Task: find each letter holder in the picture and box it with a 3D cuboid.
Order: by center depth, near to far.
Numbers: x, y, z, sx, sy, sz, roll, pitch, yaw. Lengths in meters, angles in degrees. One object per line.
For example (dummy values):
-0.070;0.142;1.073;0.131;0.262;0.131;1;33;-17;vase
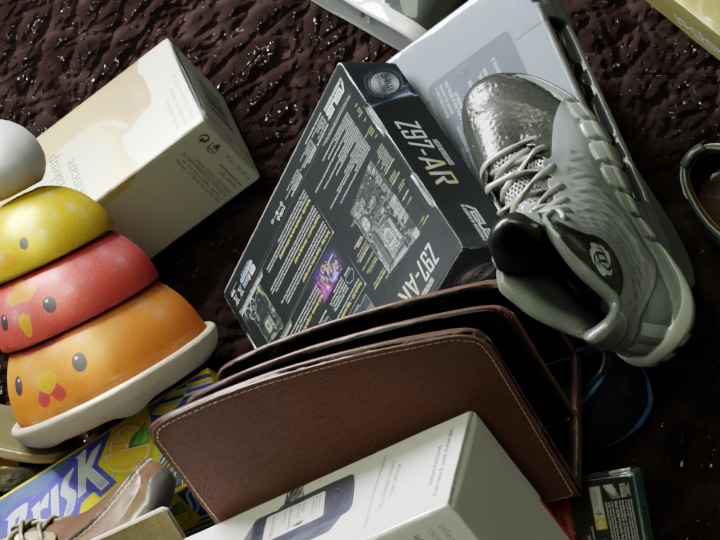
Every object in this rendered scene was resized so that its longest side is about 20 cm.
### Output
0.003;0.067;1.120;0.200;0.142;0.101;-17;40;21;letter holder

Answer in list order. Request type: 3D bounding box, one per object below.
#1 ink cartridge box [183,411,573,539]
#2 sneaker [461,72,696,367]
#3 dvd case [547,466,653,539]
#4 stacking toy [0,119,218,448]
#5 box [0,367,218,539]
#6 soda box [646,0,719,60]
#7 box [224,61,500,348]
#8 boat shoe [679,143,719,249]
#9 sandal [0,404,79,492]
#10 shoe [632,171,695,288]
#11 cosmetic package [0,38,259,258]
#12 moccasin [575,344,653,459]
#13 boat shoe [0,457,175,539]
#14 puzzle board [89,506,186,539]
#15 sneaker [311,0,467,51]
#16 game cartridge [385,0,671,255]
0.011;0.182;1.088;0.200;0.145;0.084;-27;23;27;ink cartridge box
0.096;-0.038;1.107;0.075;0.115;0.200;-47;61;24;sneaker
0.074;0.193;1.155;0.200;0.022;0.146;-11;92;22;dvd case
-0.194;-0.001;1.300;0.146;0.146;0.200;-26;97;15;stacking toy
-0.153;0.148;1.306;0.200;0.064;0.070;-33;57;12;box
0.247;-0.148;1.231;0.068;0.064;0.200;-46;55;2;soda box
0.000;0.000;1.240;0.160;0.043;0.200;57;135;34;box
0.257;-0.003;1.161;0.072;0.068;0.200;-45;57;0;boat shoe
-0.265;0.125;1.387;0.211;0.078;0.070;16;107;39;sandal
0.123;-0.042;1.249;0.091;0.071;0.200;-36;54;14;shoe
-0.177;-0.053;1.393;0.200;0.071;0.105;-37;43;8;cosmetic package
0.071;0.096;1.207;0.200;0.068;0.081;-35;50;8;moccasin
-0.191;0.184;1.236;0.072;0.076;0.200;42;99;4;boat shoe
-0.127;0.248;1.200;0.151;0.200;0.017;-26;14;14;puzzle board
0.004;-0.224;1.392;0.200;0.071;0.099;34;84;28;sneaker
0.090;-0.062;1.209;0.133;0.040;0.200;-32;67;28;game cartridge
